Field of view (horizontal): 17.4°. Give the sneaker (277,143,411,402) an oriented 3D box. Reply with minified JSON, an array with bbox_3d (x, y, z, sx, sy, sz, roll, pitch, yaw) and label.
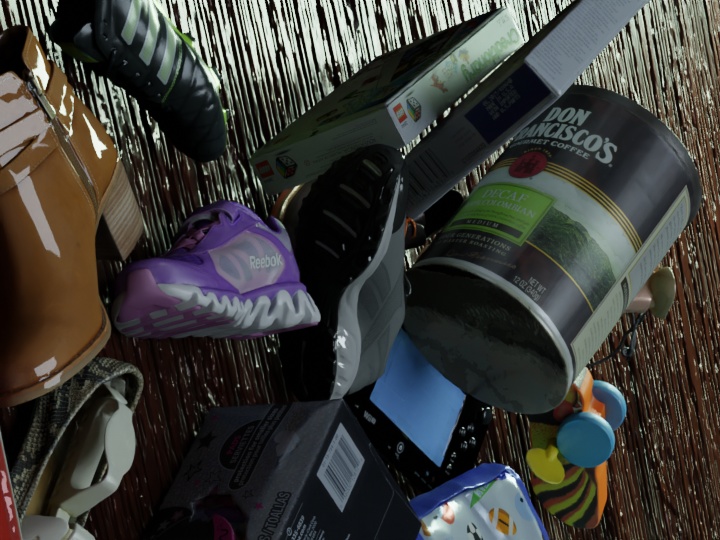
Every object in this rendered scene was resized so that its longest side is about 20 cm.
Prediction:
[{"bbox_3d":[0.000,0.000,1.605,0.079,0.074,0.201,-16,132,-39],"label":"sneaker"}]

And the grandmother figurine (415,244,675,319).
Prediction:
[{"bbox_3d":[0.136,0.004,1.818,0.121,0.199,0.061,-125,-142,-66],"label":"grandmother figurine"}]

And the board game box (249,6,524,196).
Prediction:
[{"bbox_3d":[0.021,-0.122,1.669,0.200,0.126,0.035,-43,110,-51],"label":"board game box"}]

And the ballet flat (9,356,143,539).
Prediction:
[{"bbox_3d":[-0.176,0.132,1.371,0.068,0.075,0.201,54,44,-41],"label":"ballet flat"}]

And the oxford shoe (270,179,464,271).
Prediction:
[{"bbox_3d":[0.004,-0.039,1.683,0.200,0.072,0.072,-23,106,-56],"label":"oxford shoe"}]

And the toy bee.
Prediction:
[{"bbox_3d":[0.163,0.109,1.913,0.131,0.108,0.201,-29,132,-74],"label":"toy bee"}]

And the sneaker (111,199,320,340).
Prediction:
[{"bbox_3d":[-0.099,-0.003,1.518,0.200,0.080,0.089,4,78,-64],"label":"sneaker"}]

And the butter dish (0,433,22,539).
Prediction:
[{"bbox_3d":[-0.247,0.142,1.205,0.200,0.147,0.201,-148,-132,-77],"label":"butter dish"}]

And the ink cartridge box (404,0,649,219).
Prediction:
[{"bbox_3d":[0.124,-0.141,1.653,0.041,0.199,0.200,48,51,-2],"label":"ink cartridge box"}]

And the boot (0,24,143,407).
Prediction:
[{"bbox_3d":[-0.195,-0.034,1.357,0.156,0.076,0.200,64,35,-33],"label":"boot"}]

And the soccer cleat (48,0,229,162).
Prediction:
[{"bbox_3d":[-0.148,-0.143,1.474,0.081,0.067,0.201,-44,124,-30],"label":"soccer cleat"}]

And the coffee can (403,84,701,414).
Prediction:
[{"bbox_3d":[0.139,-0.016,1.710,0.200,0.146,0.147,-51,129,-31],"label":"coffee can"}]

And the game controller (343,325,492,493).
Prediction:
[{"bbox_3d":[0.037,0.094,1.748,0.200,0.042,0.105,46,49,-45],"label":"game controller"}]

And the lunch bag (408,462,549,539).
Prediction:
[{"bbox_3d":[0.064,0.252,1.698,0.170,0.123,0.201,-20,110,-56],"label":"lunch bag"}]

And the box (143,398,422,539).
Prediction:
[{"bbox_3d":[-0.064,0.198,1.505,0.132,0.114,0.201,58,40,-34],"label":"box"}]
